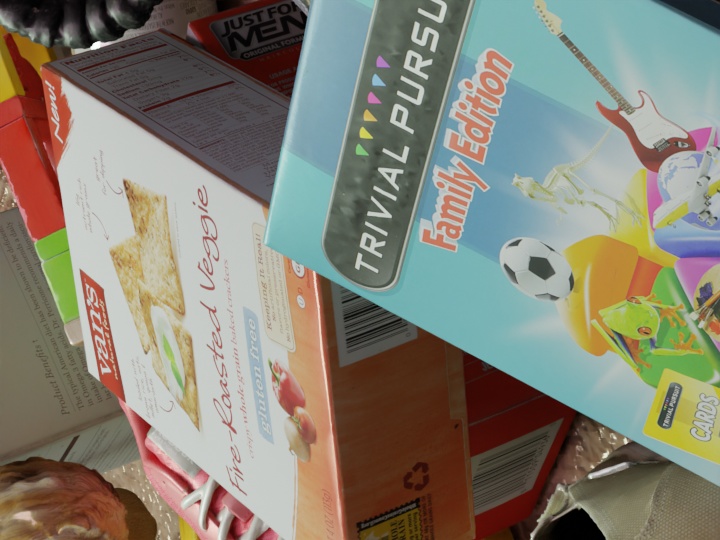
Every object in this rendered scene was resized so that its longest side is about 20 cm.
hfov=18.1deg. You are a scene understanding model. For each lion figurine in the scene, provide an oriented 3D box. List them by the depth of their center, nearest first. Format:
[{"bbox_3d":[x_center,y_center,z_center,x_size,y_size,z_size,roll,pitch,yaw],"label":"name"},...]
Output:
[{"bbox_3d":[-0.138,0.122,1.033,0.200,0.122,0.073,-1,-110,-76],"label":"lion figurine"}]

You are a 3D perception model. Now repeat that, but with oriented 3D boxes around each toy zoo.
[{"bbox_3d":[-0.133,-0.062,1.019,0.201,0.020,0.131,68,-166,7],"label":"toy zoo"}]

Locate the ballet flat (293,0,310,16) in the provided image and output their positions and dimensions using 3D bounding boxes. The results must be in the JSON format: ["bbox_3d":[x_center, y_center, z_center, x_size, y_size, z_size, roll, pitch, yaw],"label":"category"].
[{"bbox_3d":[0.038,-0.098,0.725,0.200,0.072,0.072,16,122,59],"label":"ballet flat"}]

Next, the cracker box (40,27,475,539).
[{"bbox_3d":[-0.040,0.007,0.802,0.200,0.057,0.135,33,136,51],"label":"cracker box"}]

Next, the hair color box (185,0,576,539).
[{"bbox_3d":[0.000,0.000,0.853,0.200,0.061,0.102,56,151,28],"label":"hair color box"}]

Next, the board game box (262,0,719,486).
[{"bbox_3d":[0.078,-0.023,0.599,0.199,0.047,0.151,27,140,11],"label":"board game box"}]

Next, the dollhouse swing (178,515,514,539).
[{"bbox_3d":[-0.045,0.174,0.933,0.200,0.175,0.183,39,141,47],"label":"dollhouse swing"}]

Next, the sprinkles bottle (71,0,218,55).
[{"bbox_3d":[-0.092,-0.109,0.945,0.068,0.068,0.201,23,128,56],"label":"sprinkles bottle"}]

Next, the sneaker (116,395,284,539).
[{"bbox_3d":[-0.047,0.092,0.885,0.087,0.074,0.200,33,-172,-41],"label":"sneaker"}]

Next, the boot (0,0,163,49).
[{"bbox_3d":[-0.137,-0.138,0.819,0.210,0.158,0.080,3,112,21],"label":"boot"}]

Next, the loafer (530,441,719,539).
[{"bbox_3d":[0.086,0.095,0.728,0.076,0.068,0.200,65,164,11],"label":"loafer"}]

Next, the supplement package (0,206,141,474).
[{"bbox_3d":[-0.189,0.052,1.092,0.117,0.199,0.117,64,153,12],"label":"supplement package"}]
